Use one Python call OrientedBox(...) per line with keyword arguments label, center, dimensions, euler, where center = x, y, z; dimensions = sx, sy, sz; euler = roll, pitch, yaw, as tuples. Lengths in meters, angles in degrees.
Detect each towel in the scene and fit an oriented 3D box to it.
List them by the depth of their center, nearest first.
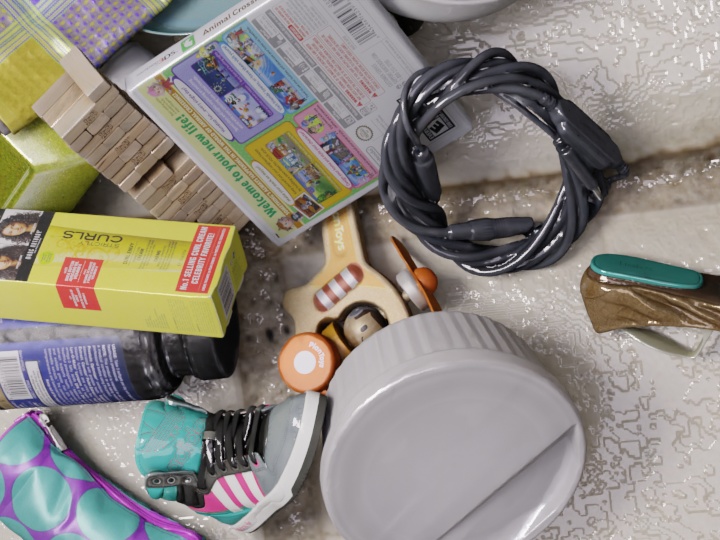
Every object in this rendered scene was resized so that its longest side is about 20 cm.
OrientedBox(label="towel", center=(-0.236, -0.207, 1.443), dimensions=(0.200, 0.023, 0.144), euler=(-40, 82, -11))

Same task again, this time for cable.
OrientedBox(label="cable", center=(0.093, -0.080, 1.447), dimensions=(0.163, 0.051, 0.200), euler=(-39, 125, 25))

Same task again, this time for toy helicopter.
OrientedBox(label="toy helicopter", center=(0.000, 0.000, 1.500), dimensions=(0.132, 0.079, 0.201), euler=(-13, 79, 19))

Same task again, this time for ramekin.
OrientedBox(label="ramekin", center=(0.061, 0.121, 1.444), dimensions=(0.201, 0.094, 0.203), euler=(-6, 125, -9))

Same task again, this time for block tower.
OrientedBox(label="block tower", center=(-0.161, -0.084, 1.442), dimensions=(0.058, 0.200, 0.054), euler=(-45, 48, 1))

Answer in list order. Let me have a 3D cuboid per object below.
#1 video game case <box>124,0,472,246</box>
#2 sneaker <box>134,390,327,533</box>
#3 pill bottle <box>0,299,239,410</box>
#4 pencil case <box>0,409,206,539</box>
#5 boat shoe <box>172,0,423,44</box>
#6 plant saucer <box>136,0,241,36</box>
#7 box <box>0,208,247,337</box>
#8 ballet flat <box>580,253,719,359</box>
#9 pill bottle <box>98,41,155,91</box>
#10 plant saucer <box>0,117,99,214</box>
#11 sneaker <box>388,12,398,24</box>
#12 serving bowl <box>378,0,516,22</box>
OrientedBox(label="video game case", center=(-0.042, -0.122, 1.416), dimensions=(0.182, 0.200, 0.022), euler=(-31, 43, 14))
OrientedBox(label="sneaker", center=(-0.107, 0.130, 1.467), dimensions=(0.120, 0.200, 0.084), euler=(20, 56, -13))
OrientedBox(label="pill bottle", center=(-0.201, 0.049, 1.523), dimensions=(0.199, 0.112, 0.113), euler=(-4, 93, 12))
OrientedBox(label="pencil case", center=(-0.216, 0.197, 1.550), dimensions=(0.200, 0.085, 0.093), euler=(35, 106, 7))
OrientedBox(label="boat shoe", center=(-0.047, -0.206, 1.500), dimensions=(0.199, 0.076, 0.074), euler=(-9, 65, 9))
OrientedBox(label="plant saucer", center=(-0.118, -0.261, 1.490), dimensions=(0.199, 0.027, 0.201), euler=(-8, 63, 16))
OrientedBox(label="box", center=(-0.191, 0.001, 1.451), dimensions=(0.199, 0.050, 0.076), euler=(6, 51, 15))
OrientedBox(label="ballet flat", center=(0.263, 0.034, 1.455), dimensions=(0.199, 0.068, 0.073), euler=(5, 115, 12))
OrientedBox(label="pill bottle", center=(-0.254, -0.188, 1.518), dimensions=(0.200, 0.111, 0.111), euler=(37, 100, 7))
OrientedBox(label="plant saucer", center=(-0.313, -0.099, 1.509), dimensions=(0.200, 0.048, 0.200), euler=(44, 134, 0))
OrientedBox(label="sneaker", center=(-0.055, -0.127, 1.479), dimensions=(0.199, 0.111, 0.077), euler=(-16, 50, 7))
OrientedBox(label="serving bowl", center=(0.047, -0.261, 1.440), dimensions=(0.199, 0.066, 0.201), euler=(7, 60, -13))
